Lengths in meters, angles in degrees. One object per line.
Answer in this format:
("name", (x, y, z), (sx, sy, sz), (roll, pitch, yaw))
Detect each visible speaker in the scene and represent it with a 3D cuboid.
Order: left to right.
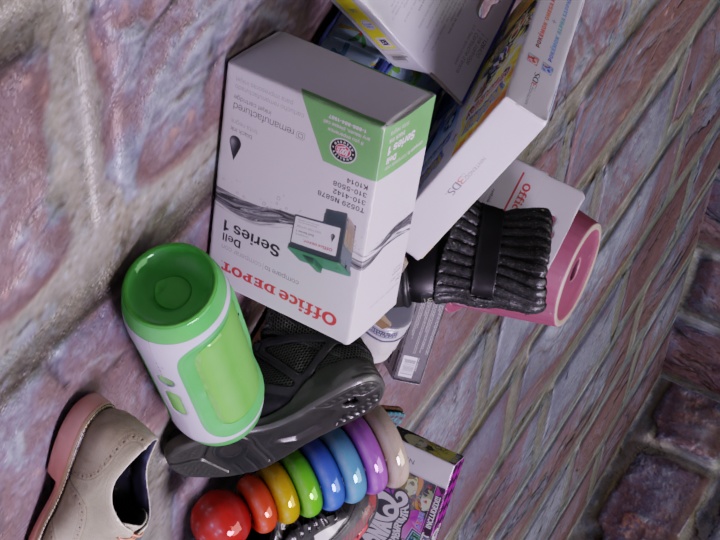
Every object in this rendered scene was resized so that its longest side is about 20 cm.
("speaker", (-0.127, 0.062, 1.140), (0.089, 0.088, 0.201), (-58, 159, -24))

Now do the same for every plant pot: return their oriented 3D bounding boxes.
("plant pot", (0.173, -0.028, 1.697), (0.201, 0.177, 0.201), (-52, 156, -34))

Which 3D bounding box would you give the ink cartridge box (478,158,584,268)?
("ink cartridge box", (0.108, -0.061, 1.446), (0.116, 0.198, 0.068), (-60, 167, -16))

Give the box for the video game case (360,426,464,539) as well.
("video game case", (-0.003, 0.249, 1.533), (0.036, 0.180, 0.202), (-21, 132, -64))

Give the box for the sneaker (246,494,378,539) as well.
("sneaker", (-0.063, 0.239, 1.369), (0.199, 0.071, 0.098), (-22, 151, -26))

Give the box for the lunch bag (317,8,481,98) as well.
("lunch bag", (0.036, -0.197, 1.296), (0.201, 0.082, 0.161), (-59, 162, -20))

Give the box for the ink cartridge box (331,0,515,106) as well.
("ink cartridge box", (0.055, -0.272, 1.187), (0.200, 0.047, 0.199), (42, 68, -40))

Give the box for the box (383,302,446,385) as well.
("box", (0.066, 0.008, 1.581), (0.110, 0.034, 0.202), (-121, -134, -66))

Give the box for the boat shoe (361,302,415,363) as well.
("boat shoe", (0.030, 0.012, 1.484), (0.201, 0.070, 0.070), (-80, -172, -47))

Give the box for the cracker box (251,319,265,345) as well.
("cracker box", (-0.060, 0.112, 1.415), (0.135, 0.057, 0.201), (-59, 158, -18))

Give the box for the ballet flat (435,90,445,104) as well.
("ballet flat", (0.118, -0.134, 1.546), (0.056, 0.067, 0.202), (-26, 130, -12))

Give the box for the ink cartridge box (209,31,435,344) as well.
("ink cartridge box", (-0.035, -0.063, 1.153), (0.084, 0.145, 0.202), (-39, 146, -49))

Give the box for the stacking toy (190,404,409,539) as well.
("stacking toy", (-0.059, 0.191, 1.302), (0.198, 0.086, 0.086), (-24, 144, -18))

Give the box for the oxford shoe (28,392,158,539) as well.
("oxford shoe", (-0.202, 0.196, 1.105), (0.071, 0.073, 0.202), (-32, 140, -58))

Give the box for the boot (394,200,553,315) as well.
("boot", (0.101, -0.062, 1.367), (0.079, 0.156, 0.214), (46, 43, -76))

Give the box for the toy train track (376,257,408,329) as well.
("toy train track", (0.000, 0.000, 1.301), (0.033, 0.114, 0.200), (-58, -169, -19))

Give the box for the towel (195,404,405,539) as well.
("towel", (-0.057, 0.200, 1.415), (0.200, 0.022, 0.146), (-47, 152, 20))

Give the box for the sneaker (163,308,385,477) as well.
("sneaker", (-0.085, 0.101, 1.274), (0.198, 0.115, 0.076), (-28, 141, 4))

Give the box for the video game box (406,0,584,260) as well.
("video game box", (0.104, -0.131, 1.232), (0.200, 0.046, 0.183), (-49, -164, 46))
